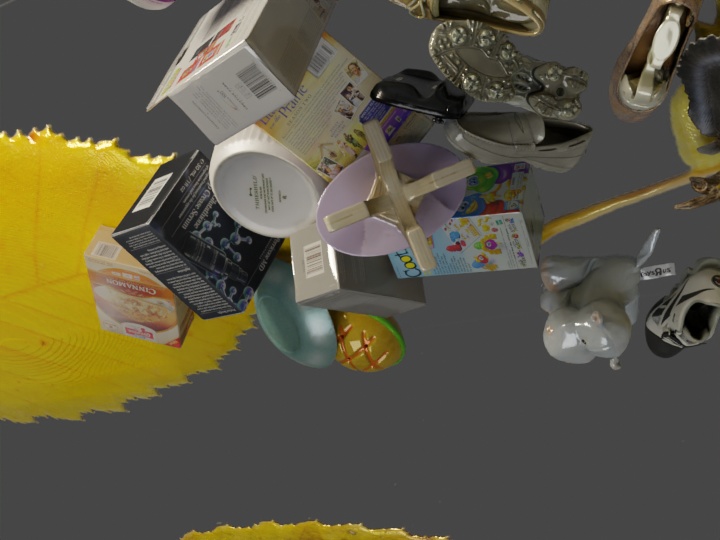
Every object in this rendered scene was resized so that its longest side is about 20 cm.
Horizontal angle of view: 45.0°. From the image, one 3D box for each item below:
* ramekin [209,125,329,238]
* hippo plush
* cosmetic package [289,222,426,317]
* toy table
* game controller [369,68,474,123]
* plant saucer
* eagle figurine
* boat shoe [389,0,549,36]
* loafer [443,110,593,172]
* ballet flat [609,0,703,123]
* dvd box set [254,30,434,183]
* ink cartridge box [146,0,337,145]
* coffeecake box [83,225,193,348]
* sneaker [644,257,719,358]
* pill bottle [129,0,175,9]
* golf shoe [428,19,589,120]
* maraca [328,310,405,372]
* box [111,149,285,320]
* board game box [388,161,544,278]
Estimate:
[{"bbox_3d":[-0.116,-0.133,1.202,0.200,0.095,0.203,10,138,9],"label":"ramekin"},{"bbox_3d":[0.337,0.069,1.207,0.198,0.162,0.160,-13,130,30],"label":"hippo plush"},{"bbox_3d":[0.000,0.000,1.233,0.090,0.108,0.199,-20,158,34],"label":"cosmetic package"},{"bbox_3d":[0.041,-0.086,1.050,0.199,0.117,0.185,-34,92,0],"label":"toy table"},{"bbox_3d":[0.075,-0.203,0.996,0.103,0.200,0.043,6,108,11],"label":"game controller"},{"bbox_3d":[-0.119,0.078,1.399,0.200,0.039,0.202,33,139,34],"label":"plant saucer"},{"bbox_3d":[0.430,-0.171,0.945,0.150,0.151,0.202,20,126,40],"label":"eagle figurine"},{"bbox_3d":[0.109,-0.303,0.961,0.199,0.063,0.074,16,139,3],"label":"boat shoe"},{"bbox_3d":[0.191,-0.166,1.041,0.198,0.070,0.070,2,143,-29],"label":"loafer"},{"bbox_3d":[0.321,-0.231,0.961,0.067,0.068,0.201,13,139,7],"label":"ballet flat"},{"bbox_3d":[-0.026,-0.191,1.099,0.199,0.029,0.147,35,99,-19],"label":"dvd box set"},{"bbox_3d":[-0.135,-0.250,1.002,0.175,0.201,0.084,-22,127,36],"label":"ink cartridge box"},{"bbox_3d":[-0.374,0.031,1.488,0.152,0.073,0.201,12,139,5],"label":"coffeecake box"},{"bbox_3d":[0.457,0.077,1.232,0.073,0.089,0.201,13,140,3],"label":"sneaker"},{"bbox_3d":[-0.189,-0.380,0.950,0.199,0.113,0.112,-21,126,36],"label":"pill bottle"},{"bbox_3d":[0.157,-0.224,0.992,0.198,0.097,0.079,20,98,-20],"label":"golf shoe"},{"bbox_3d":[-0.020,0.097,1.409,0.198,0.107,0.138,21,138,9],"label":"maraca"},{"bbox_3d":[-0.236,-0.048,1.284,0.106,0.149,0.200,-11,133,44],"label":"box"},{"bbox_3d":[0.137,-0.067,1.176,0.198,0.104,0.105,-4,134,23],"label":"board game box"}]
